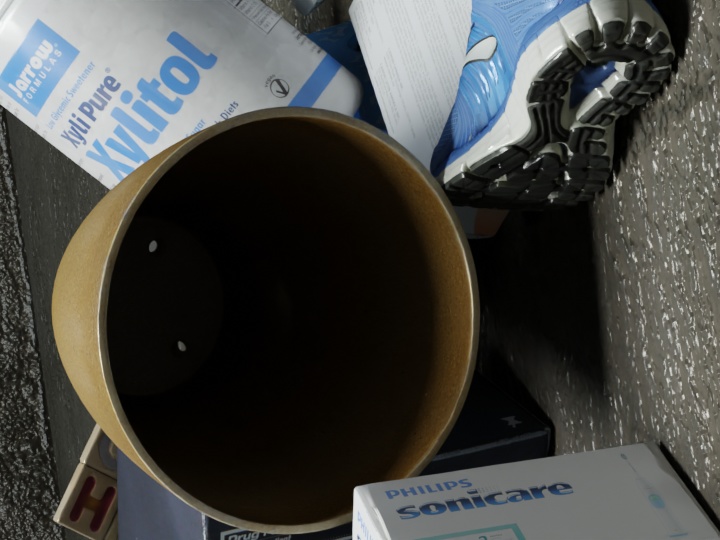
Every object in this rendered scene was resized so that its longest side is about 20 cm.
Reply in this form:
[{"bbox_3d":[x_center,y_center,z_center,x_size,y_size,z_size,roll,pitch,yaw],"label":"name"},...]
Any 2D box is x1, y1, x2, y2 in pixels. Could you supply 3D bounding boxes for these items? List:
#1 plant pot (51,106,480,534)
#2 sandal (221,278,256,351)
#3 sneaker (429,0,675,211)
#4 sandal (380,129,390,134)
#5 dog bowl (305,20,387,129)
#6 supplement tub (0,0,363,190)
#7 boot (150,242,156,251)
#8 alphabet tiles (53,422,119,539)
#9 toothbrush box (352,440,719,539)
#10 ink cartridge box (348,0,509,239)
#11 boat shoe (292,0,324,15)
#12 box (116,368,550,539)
[{"bbox_3d":[-0.071,0.021,1.168,0.200,0.185,0.188,1,98,64],"label":"plant pot"},{"bbox_3d":[-0.028,0.068,1.336,0.043,0.076,0.201,45,161,50],"label":"sandal"},{"bbox_3d":[0.082,-0.091,1.103,0.200,0.078,0.090,126,143,-58],"label":"sneaker"},{"bbox_3d":[0.000,0.000,1.343,0.201,0.086,0.080,92,-172,-50],"label":"sandal"},{"bbox_3d":[0.002,-0.083,1.434,0.200,0.049,0.112,-132,37,-67],"label":"dog bowl"},{"bbox_3d":[-0.110,-0.107,1.321,0.132,0.199,0.132,-53,4,5],"label":"supplement tub"},{"bbox_3d":[-0.120,-0.093,1.584,0.072,0.182,0.200,29,166,26],"label":"boot"},{"bbox_3d":[-0.074,0.124,1.338,0.008,0.200,0.168,16,78,47],"label":"alphabet tiles"},{"bbox_3d":[0.074,0.189,1.096,0.085,0.145,0.201,-123,31,-58],"label":"toothbrush box"},{"bbox_3d":[0.065,-0.141,1.218,0.200,0.050,0.163,-58,38,41],"label":"ink cartridge box"},{"bbox_3d":[-0.035,-0.198,1.378,0.091,0.071,0.200,52,178,-7],"label":"boat shoe"},{"bbox_3d":[-0.016,0.164,1.285,0.123,0.199,0.200,39,133,53],"label":"box"}]
